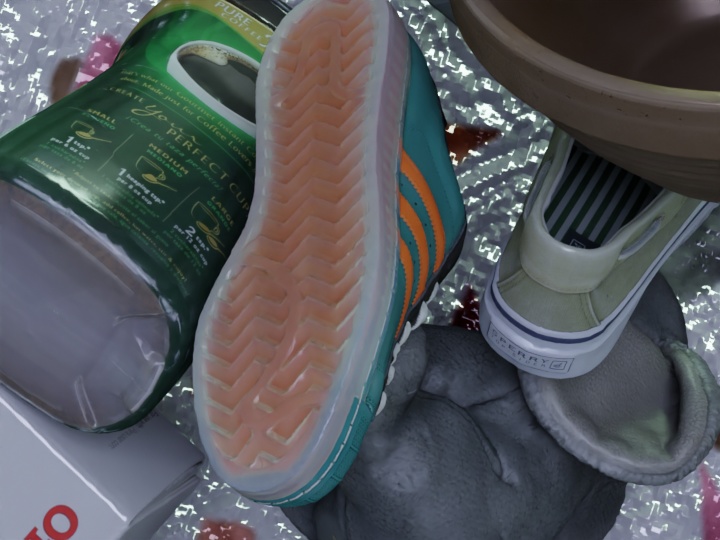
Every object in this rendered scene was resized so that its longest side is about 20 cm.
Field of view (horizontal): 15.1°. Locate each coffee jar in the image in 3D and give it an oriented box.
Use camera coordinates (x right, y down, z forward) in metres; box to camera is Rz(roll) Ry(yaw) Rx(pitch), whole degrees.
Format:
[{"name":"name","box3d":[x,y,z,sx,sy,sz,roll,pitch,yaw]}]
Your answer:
[{"name":"coffee jar","box3d":[-0.070,-0.031,0.985,0.104,0.200,0.085,38,126,3]}]

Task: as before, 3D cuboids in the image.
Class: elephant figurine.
[{"name":"elephant figurine","box3d":[0.070,0.045,1.015,0.200,0.141,0.155,-16,113,-20]}]

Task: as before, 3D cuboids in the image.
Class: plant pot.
[{"name":"plant pot","box3d":[0.131,-0.087,0.917,0.201,0.093,0.201,-5,43,5]}]

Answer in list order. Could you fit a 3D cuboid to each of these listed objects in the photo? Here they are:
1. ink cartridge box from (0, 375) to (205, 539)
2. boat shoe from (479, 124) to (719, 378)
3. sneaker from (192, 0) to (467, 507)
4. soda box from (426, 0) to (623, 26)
[{"name":"ink cartridge box","box3d":[-0.181,0.061,0.993,0.200,0.084,0.145,43,109,3]},{"name":"boat shoe","box3d":[0.102,-0.041,0.991,0.072,0.062,0.200,25,45,3]},{"name":"sneaker","box3d":[0.000,0.000,0.921,0.071,0.080,0.200,-12,51,31]},{"name":"soda box","box3d":[0.095,-0.175,1.033,0.063,0.068,0.200,37,65,-30]}]
